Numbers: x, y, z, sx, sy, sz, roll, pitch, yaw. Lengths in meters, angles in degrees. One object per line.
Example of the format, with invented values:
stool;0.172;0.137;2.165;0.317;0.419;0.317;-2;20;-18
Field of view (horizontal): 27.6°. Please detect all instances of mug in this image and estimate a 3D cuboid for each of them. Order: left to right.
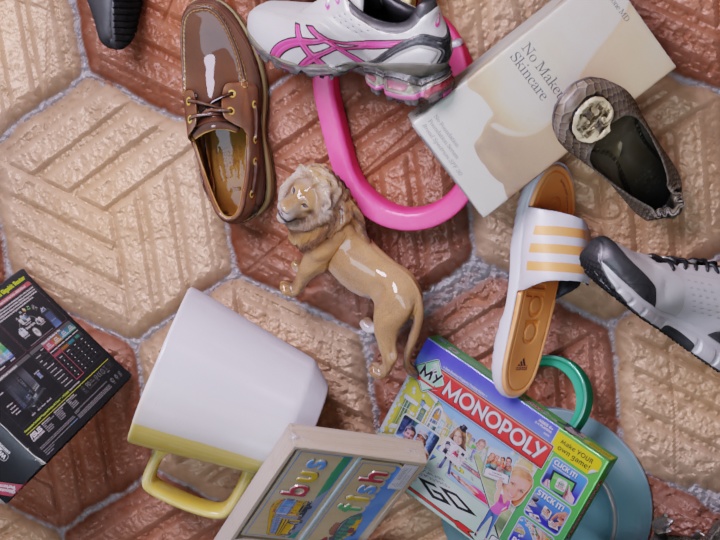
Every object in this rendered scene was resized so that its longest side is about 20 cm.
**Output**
mug;-0.118;0.123;1.342;0.152;0.150;0.187;22;143;-4

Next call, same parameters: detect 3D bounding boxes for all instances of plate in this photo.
plate;0.169;0.224;1.355;0.198;0.026;0.202;3;107;11

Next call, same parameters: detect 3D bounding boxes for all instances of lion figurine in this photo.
lion figurine;0.000;0.000;1.288;0.199;0.073;0.123;38;128;-2

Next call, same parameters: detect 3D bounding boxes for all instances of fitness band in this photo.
fitness band;0.035;-0.134;1.277;0.142;0.037;0.202;-11;102;15

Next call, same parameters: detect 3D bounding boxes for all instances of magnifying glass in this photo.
magnifying glass;0.122;0.143;1.333;0.199;0.022;0.080;-32;69;25

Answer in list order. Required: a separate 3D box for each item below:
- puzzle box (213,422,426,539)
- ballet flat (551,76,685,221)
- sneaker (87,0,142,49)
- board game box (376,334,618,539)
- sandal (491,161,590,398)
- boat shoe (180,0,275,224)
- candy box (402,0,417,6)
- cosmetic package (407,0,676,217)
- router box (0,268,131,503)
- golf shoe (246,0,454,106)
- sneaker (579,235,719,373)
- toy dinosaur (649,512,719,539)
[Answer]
puzzle box;-0.041;0.212;1.325;0.132;0.026;0.201;10;135;-23
ballet flat;0.215;-0.090;1.182;0.067;0.200;0.046;-41;49;8
sneaker;-0.241;-0.290;1.275;0.088;0.074;0.202;-5;95;13
board game box;0.113;0.168;1.310;0.199;0.029;0.135;34;107;23
sandal;0.166;0.013;1.252;0.059;0.079;0.209;16;101;40
boat shoe;-0.120;-0.138;1.291;0.071;0.068;0.202;-7;104;13
candy box;-0.038;-0.295;1.226;0.198;0.056;0.118;14;94;6
cosmetic package;0.147;-0.147;1.206;0.200;0.071;0.105;-39;100;6
router box;-0.314;0.099;1.327;0.150;0.200;0.062;45;114;-3
golf shoe;-0.010;-0.202;1.192;0.199;0.073;0.093;17;130;30
sneaker;0.263;0.012;1.229;0.199;0.074;0.080;29;102;-34
toy dinosaur;0.259;0.271;1.303;0.199;0.077;0.102;-30;137;22
